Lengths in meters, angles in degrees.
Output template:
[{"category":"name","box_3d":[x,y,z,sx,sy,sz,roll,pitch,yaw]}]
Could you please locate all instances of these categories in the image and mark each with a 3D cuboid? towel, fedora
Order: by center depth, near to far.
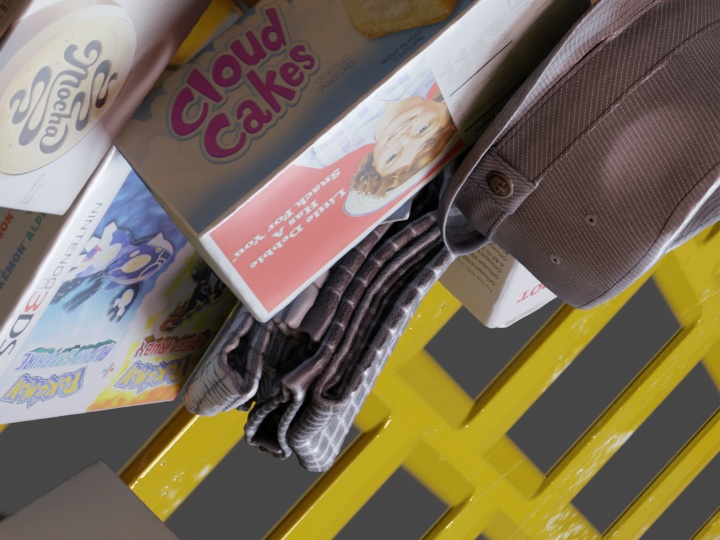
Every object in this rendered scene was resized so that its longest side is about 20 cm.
[{"category":"fedora","box_3d":[0.125,-0.053,1.224,0.177,0.090,0.200,-29,163,-48]},{"category":"towel","box_3d":[0.000,0.000,1.367,0.200,0.085,0.166,-59,-177,-15]}]

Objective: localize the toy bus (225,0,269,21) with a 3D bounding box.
[{"category":"toy bus","box_3d":[-0.027,-0.133,1.209,0.065,0.078,0.200,-47,158,-1]}]

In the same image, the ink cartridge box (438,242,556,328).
[{"category":"ink cartridge box","box_3d":[0.122,-0.082,1.560,0.145,0.084,0.200,-28,151,-40]}]

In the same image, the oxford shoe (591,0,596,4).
[{"category":"oxford shoe","box_3d":[0.088,-0.148,1.373,0.071,0.071,0.200,-18,139,-16]}]

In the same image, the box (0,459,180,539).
[{"category":"box","box_3d":[-0.143,0.232,1.506,0.106,0.152,0.200,-32,154,-32]}]

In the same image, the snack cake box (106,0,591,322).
[{"category":"snack cake box","box_3d":[0.001,-0.080,1.157,0.200,0.067,0.115,-41,160,-4]}]

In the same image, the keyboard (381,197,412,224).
[{"category":"keyboard","box_3d":[0.031,-0.121,1.264,0.056,0.011,0.201,179,-78,-70]}]

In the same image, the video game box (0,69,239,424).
[{"category":"video game box","box_3d":[-0.112,-0.011,1.304,0.182,0.047,0.200,-54,157,21]}]

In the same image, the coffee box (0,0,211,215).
[{"category":"coffee box","box_3d":[-0.115,-0.126,1.058,0.200,0.080,0.113,-53,156,14]}]
